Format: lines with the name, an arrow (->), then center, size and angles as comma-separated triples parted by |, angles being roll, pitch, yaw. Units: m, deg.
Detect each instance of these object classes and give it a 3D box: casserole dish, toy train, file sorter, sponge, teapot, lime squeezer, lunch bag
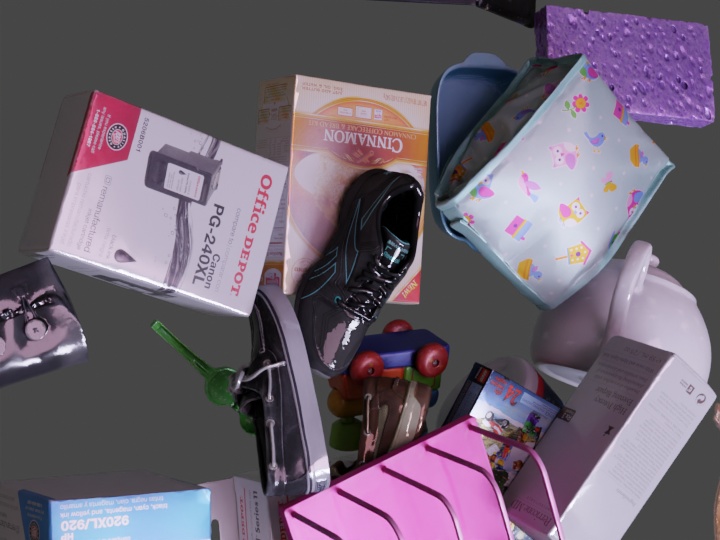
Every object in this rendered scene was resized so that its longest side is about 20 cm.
casserole dish -> 0.117, -0.118, 1.565 | 0.121, 0.039, 0.201 | -1, 91, -32
toy train -> -0.015, 0.119, 1.465 | 0.199, 0.085, 0.116 | -6, 110, -27
file sorter -> 0.060, 0.235, 1.314 | 0.199, 0.125, 0.140 | -23, 105, -23
sponge -> 0.278, -0.213, 1.622 | 0.199, 0.030, 0.112 | 3, 76, -21
teapot -> 0.272, 0.051, 1.570 | 0.197, 0.200, 0.147 | 23, 81, -29
lime squeezer -> -0.114, 0.119, 1.406 | 0.200, 0.071, 0.038 | 41, 99, 6
lunch bag -> 0.180, -0.083, 1.507 | 0.170, 0.122, 0.200 | 44, 75, -23

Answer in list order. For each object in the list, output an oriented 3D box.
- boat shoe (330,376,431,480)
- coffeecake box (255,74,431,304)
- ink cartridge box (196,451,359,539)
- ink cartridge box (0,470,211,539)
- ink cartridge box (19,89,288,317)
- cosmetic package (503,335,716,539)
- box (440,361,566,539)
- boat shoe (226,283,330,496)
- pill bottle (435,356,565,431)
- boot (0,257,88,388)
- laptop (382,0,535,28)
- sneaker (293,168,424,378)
boat shoe -> 0.005, 0.193, 1.407 | 0.074, 0.075, 0.203 | 15, 87, 4
coffeecake box -> -0.019, -0.072, 1.458 | 0.153, 0.073, 0.201 | 4, 88, -33
ink cartridge box -> -0.050, 0.241, 1.439 | 0.199, 0.067, 0.118 | -7, 93, -32
ink cartridge box -> -0.217, 0.278, 1.287 | 0.144, 0.147, 0.201 | 0, 89, -32
ink cartridge box -> -0.177, -0.054, 1.352 | 0.199, 0.083, 0.146 | 19, 79, -30
cosmetic package -> 0.222, 0.165, 1.405 | 0.074, 0.102, 0.200 | 41, 79, -23
box -> 0.159, 0.192, 1.457 | 0.200, 0.038, 0.137 | 30, 86, -25
boat shoe -> -0.081, 0.103, 1.343 | 0.068, 0.074, 0.200 | -7, 66, -15
pill bottle -> 0.178, 0.193, 1.553 | 0.200, 0.119, 0.120 | 49, 66, -23
boot -> -0.317, 0.098, 1.269 | 0.199, 0.066, 0.166 | -23, 101, -28
laptop -> 0.094, -0.347, 1.568 | 0.200, 0.103, 0.178 | 4, 88, -58
sneaker -> 0.000, 0.000, 1.381 | 0.075, 0.079, 0.201 | 24, 80, -30
